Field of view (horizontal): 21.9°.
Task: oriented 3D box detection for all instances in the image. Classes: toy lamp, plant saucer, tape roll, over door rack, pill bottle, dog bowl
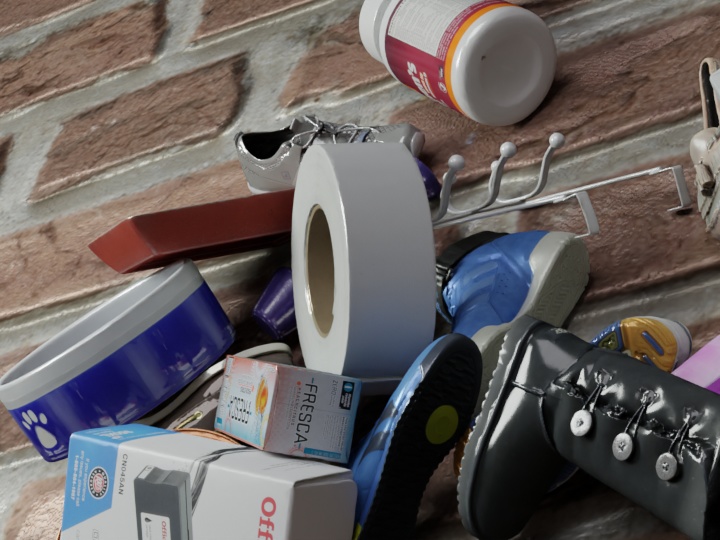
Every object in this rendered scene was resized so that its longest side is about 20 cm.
[{"bbox_3d":[-0.015,-0.020,1.626,0.200,0.058,0.058,-46,36,-18],"label":"toy lamp"},{"bbox_3d":[-0.124,-0.034,1.632,0.199,0.037,0.200,-11,-3,-19],"label":"plant saucer"},{"bbox_3d":[0.000,0.000,1.461,0.071,0.203,0.203,-2,31,-15],"label":"tape roll"},{"bbox_3d":[0.142,-0.070,1.487,0.200,0.067,0.148,3,13,42],"label":"over door rack"},{"bbox_3d":[0.085,-0.210,1.726,0.110,0.110,0.200,-41,34,-10],"label":"pill bottle"},{"bbox_3d":[-0.207,0.076,1.584,0.200,0.079,0.200,-32,8,5],"label":"dog bowl"}]

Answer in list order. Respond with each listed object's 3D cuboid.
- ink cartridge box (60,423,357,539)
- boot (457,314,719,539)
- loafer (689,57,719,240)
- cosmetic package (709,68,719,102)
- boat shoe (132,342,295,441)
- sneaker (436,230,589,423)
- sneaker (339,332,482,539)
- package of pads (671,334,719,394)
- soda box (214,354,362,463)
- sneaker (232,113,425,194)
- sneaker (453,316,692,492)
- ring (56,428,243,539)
[{"bbox_3d":[-0.113,0.198,1.328,0.199,0.084,0.145,8,94,31],"label":"ink cartridge box"},{"bbox_3d":[0.163,0.134,1.216,0.200,0.066,0.165,23,107,41],"label":"boot"},{"bbox_3d":[0.280,-0.095,1.445,0.063,0.072,0.200,22,43,1],"label":"loafer"},{"bbox_3d":[0.367,-0.068,1.267,0.165,0.165,0.200,-29,34,9],"label":"cosmetic package"},{"bbox_3d":[-0.132,0.133,1.531,0.200,0.072,0.060,-31,54,-6],"label":"boat shoe"},{"bbox_3d":[0.087,0.042,1.444,0.111,0.077,0.200,6,48,38],"label":"sneaker"},{"bbox_3d":[0.020,0.130,1.346,0.078,0.066,0.201,32,101,51],"label":"sneaker"},{"bbox_3d":[0.298,0.101,1.198,0.120,0.076,0.200,-39,34,-6],"label":"package of pads"},{"bbox_3d":[-0.058,0.103,1.414,0.200,0.068,0.064,-179,99,-76],"label":"soda box"},{"bbox_3d":[-0.035,-0.107,1.725,0.200,0.082,0.075,-10,41,31],"label":"sneaker"},{"bbox_3d":[0.158,0.103,1.333,0.200,0.075,0.088,-36,-13,26],"label":"sneaker"},{"bbox_3d":[-0.155,0.212,1.438,0.200,0.019,0.201,-11,58,19],"label":"ring"}]
